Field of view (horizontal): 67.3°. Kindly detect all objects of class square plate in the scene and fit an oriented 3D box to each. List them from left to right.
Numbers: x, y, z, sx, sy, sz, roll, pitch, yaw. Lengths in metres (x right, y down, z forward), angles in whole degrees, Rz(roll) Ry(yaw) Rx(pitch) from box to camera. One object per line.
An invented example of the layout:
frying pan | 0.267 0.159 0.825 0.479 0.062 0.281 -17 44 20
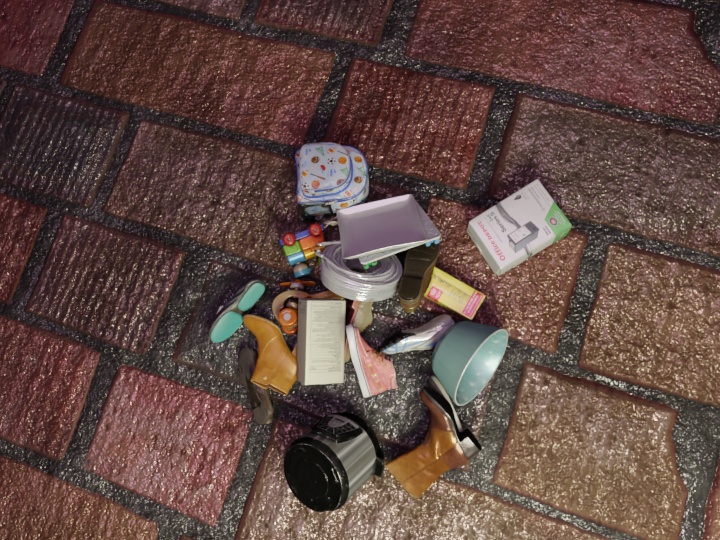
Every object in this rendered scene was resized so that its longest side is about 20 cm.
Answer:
square plate | 0.047 -0.103 1.297 0.199 0.029 0.198 -13 41 2

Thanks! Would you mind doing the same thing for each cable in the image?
cable | 0.000 0.000 1.309 0.199 0.069 0.200 -8 39 -27

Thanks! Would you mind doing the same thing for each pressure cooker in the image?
pressure cooker | -0.055 0.420 1.225 0.179 0.200 0.176 -37 80 34

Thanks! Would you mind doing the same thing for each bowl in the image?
bowl | 0.238 0.196 1.240 0.105 0.201 0.201 32 84 32

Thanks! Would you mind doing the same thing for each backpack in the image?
backpack | -0.072 -0.239 1.388 0.190 0.154 0.201 -2 75 -3

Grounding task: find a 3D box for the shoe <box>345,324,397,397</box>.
shoe | 0.028 0.207 1.282 0.091 0.072 0.201 -15 114 1

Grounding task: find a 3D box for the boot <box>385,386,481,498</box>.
boot | 0.138 0.385 1.219 0.200 0.068 0.188 -40 92 14

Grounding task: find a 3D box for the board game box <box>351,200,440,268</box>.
board game box | 0.069 -0.098 1.326 0.199 0.026 0.200 -20 41 -6

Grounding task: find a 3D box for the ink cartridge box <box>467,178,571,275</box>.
ink cartridge box | 0.382 -0.102 1.320 0.200 0.084 0.146 -32 75 1

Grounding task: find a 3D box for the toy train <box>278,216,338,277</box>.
toy train | -0.100 -0.065 1.394 0.199 0.085 0.116 -20 92 -5

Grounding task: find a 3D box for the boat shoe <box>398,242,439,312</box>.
boat shoe | 0.137 0.007 1.293 0.072 0.068 0.200 17 60 21

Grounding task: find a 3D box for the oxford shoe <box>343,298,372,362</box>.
oxford shoe | -0.006 0.135 1.338 0.075 0.070 0.201 13 95 -21

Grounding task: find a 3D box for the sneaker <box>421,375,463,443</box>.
sneaker | 0.175 0.353 1.262 0.106 0.075 0.201 -23 77 4

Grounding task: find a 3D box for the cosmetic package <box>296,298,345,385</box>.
cosmetic package | -0.095 0.168 1.304 0.105 0.071 0.201 3 90 -24

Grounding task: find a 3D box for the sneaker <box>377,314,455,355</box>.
sneaker | 0.138 0.171 1.312 0.199 0.072 0.073 -22 103 10

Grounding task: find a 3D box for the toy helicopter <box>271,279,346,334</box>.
toy helicopter | -0.128 0.071 1.378 0.199 0.079 0.133 -17 67 -6

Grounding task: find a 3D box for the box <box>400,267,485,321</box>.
box | 0.202 0.046 1.333 0.200 0.050 0.075 31 84 13

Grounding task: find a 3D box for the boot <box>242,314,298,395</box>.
boot | -0.236 0.208 1.335 0.201 0.071 0.144 28 60 6

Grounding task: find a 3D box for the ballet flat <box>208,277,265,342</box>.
ballet flat | -0.322 0.097 1.397 0.073 0.073 0.200 39 90 14

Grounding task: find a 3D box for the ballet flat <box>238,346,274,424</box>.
ballet flat | -0.257 0.287 1.359 0.067 0.046 0.201 -35 67 32
